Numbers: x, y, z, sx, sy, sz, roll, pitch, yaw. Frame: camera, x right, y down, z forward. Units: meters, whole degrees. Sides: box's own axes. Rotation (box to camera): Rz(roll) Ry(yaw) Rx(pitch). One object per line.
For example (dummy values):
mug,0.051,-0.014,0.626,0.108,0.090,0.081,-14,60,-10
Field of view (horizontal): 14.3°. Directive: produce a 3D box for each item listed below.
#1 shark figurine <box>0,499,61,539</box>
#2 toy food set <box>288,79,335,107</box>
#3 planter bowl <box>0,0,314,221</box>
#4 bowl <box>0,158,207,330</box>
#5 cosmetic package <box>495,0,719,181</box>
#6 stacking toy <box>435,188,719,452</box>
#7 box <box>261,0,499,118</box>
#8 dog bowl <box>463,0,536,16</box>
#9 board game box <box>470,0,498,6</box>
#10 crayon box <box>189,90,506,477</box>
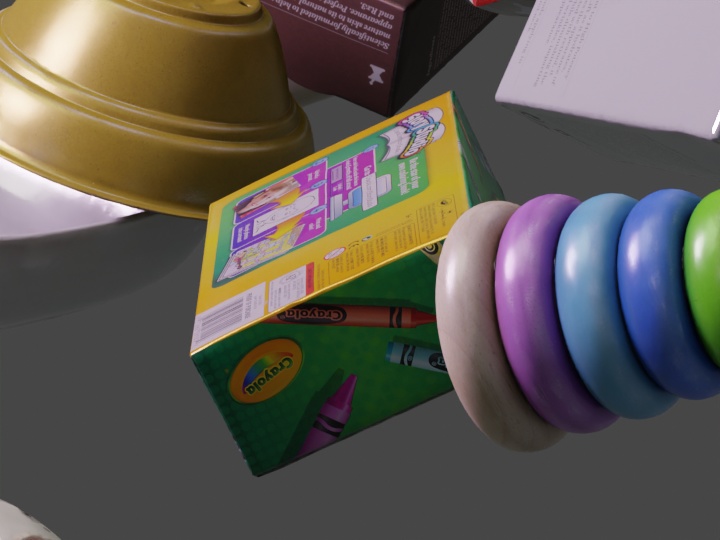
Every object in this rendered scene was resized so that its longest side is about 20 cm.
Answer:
shark figurine,-0.093,0.178,0.773,0.090,0.128,0.215,-46,19,43
toy food set,-0.043,-0.139,1.626,0.143,0.061,0.200,-18,19,29
planter bowl,-0.101,-0.102,1.370,0.200,0.084,0.200,17,21,-7
bowl,-0.188,-0.036,1.363,0.199,0.075,0.200,29,25,29
cosmetic package,0.136,-0.090,1.117,0.102,0.074,0.200,-67,23,0
stacking toy,0.127,0.001,0.920,0.200,0.086,0.085,-13,21,29
box,0.023,-0.169,1.522,0.100,0.075,0.200,24,41,18
dog bowl,0.109,-0.216,1.406,0.200,0.200,0.059,-33,33,-21
board game box,0.112,-0.193,1.275,0.199,0.046,0.152,-19,32,-11
crayon box,0.000,0.000,1.146,0.119,0.058,0.200,-25,16,7
